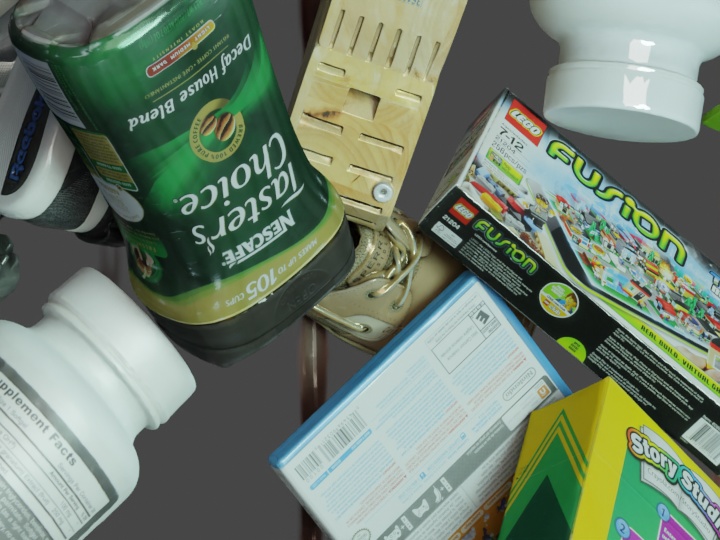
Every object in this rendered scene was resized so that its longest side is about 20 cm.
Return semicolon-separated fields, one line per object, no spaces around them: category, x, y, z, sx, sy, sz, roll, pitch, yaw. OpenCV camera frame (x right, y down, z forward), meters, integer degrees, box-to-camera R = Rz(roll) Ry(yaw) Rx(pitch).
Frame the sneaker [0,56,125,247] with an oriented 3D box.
sneaker;-0.102;-0.109;1.394;0.112;0.073;0.201;20;98;-47

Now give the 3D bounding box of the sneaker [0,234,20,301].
sneaker;-0.262;0.015;1.391;0.199;0.091;0.067;-6;51;-32

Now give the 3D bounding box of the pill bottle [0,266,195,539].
pill bottle;-0.176;0.094;1.378;0.200;0.111;0.111;-43;95;-14

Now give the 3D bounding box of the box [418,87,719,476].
box;0.126;0.004;1.470;0.200;0.035;0.110;39;34;-8

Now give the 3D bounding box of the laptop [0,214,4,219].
laptop;-0.265;-0.068;1.312;0.187;0.116;0.200;37;46;5

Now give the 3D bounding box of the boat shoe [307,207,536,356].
boat shoe;0.000;0.000;1.456;0.199;0.065;0.072;17;80;-12

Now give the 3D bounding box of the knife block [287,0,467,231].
knife block;0.015;-0.140;1.458;0.064;0.176;0.201;18;107;-4

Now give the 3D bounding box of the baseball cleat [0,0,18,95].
baseball cleat;-0.112;-0.136;1.451;0.199;0.070;0.107;-20;103;-11

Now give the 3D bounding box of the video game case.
video game case;0.063;0.121;1.458;0.143;0.018;0.200;-43;110;-15

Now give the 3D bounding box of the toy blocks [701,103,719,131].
toy blocks;0.281;-0.103;1.531;0.199;0.100;0.137;21;69;-14

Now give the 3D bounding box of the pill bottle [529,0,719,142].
pill bottle;0.146;-0.172;1.486;0.111;0.112;0.201;10;82;-13

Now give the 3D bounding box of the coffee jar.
coffee jar;-0.076;-0.056;1.326;0.104;0.085;0.201;-40;130;-21

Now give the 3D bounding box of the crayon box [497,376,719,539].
crayon box;0.149;0.180;1.410;0.200;0.058;0.173;45;37;-22
